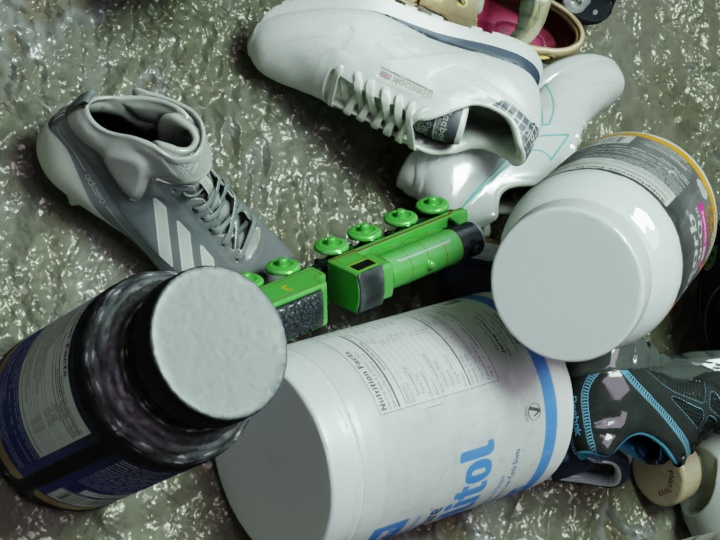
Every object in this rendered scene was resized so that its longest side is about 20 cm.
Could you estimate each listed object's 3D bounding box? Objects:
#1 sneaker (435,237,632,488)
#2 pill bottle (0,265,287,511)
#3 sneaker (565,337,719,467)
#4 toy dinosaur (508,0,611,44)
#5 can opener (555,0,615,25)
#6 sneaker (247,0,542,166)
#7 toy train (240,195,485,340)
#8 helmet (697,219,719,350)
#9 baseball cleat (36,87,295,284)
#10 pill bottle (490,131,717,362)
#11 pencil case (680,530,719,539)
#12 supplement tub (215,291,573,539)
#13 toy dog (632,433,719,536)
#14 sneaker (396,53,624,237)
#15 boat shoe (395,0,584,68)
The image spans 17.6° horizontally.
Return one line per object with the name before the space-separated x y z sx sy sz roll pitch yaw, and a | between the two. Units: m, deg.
sneaker | 0.119 0.068 1.562 0.199 0.070 0.109 36 56 -23
pill bottle | -0.126 0.065 1.315 0.111 0.200 0.113 11 69 -30
sneaker | 0.207 0.093 1.546 0.199 0.073 0.083 8 75 -34
toy dinosaur | 0.144 -0.218 1.606 0.087 0.048 0.201 11 58 -3
can opener | 0.101 -0.231 1.662 0.199 0.079 0.064 18 104 -25
sneaker | 0.023 -0.123 1.519 0.198 0.077 0.081 10 56 -3
toy train | 0.000 0.000 1.462 0.199 0.056 0.042 -22 122 -37
helmet | 0.338 0.021 1.651 0.198 0.191 0.202 0 61 1
baseball cleat | -0.102 -0.040 1.423 0.199 0.106 0.070 31 55 -25
pill bottle | 0.152 -0.014 1.457 0.117 0.116 0.200 60 23 -3
pencil case | 0.224 0.215 1.505 0.078 0.200 0.090 34 65 -16
supplement tub | 0.023 0.095 1.450 0.199 0.132 0.133 -15 84 -36
toy dog | 0.276 0.184 1.613 0.132 0.096 0.201 -42 100 -35
sneaker | 0.117 -0.081 1.598 0.200 0.071 0.080 -32 67 -31
boat shoe | 0.070 -0.193 1.612 0.199 0.069 0.074 21 64 -27
